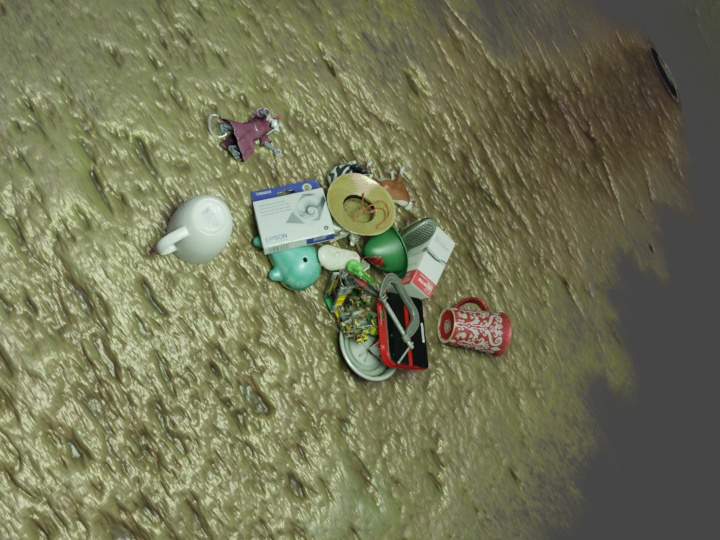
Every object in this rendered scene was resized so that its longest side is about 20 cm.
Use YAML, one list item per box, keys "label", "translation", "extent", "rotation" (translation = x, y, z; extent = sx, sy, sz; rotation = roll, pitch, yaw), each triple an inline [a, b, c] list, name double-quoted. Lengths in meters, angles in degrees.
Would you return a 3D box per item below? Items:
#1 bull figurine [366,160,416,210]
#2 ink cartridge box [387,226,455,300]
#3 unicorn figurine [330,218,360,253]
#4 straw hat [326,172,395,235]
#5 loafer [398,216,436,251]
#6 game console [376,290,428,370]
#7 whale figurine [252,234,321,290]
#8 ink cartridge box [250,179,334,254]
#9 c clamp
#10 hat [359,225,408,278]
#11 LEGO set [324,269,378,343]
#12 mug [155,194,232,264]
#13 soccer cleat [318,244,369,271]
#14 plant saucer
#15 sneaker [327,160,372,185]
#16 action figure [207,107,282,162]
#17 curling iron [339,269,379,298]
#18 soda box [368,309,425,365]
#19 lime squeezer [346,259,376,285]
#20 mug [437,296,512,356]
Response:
- label: "bull figurine"
  translation: [0.088, -0.254, 1.830]
  extent: [0.195, 0.065, 0.125]
  rotation: [7, 72, -29]
- label: "ink cartridge box"
  translation: [0.175, -0.014, 1.778]
  extent: [0.083, 0.143, 0.203]
  rotation: [37, 65, -19]
- label: "unicorn figurine"
  translation: [-0.073, -0.111, 1.688]
  extent: [0.198, 0.075, 0.138]
  rotation: [34, 22, -5]
- label: "straw hat"
  translation: [-0.009, -0.159, 1.661]
  extent: [0.195, 0.085, 0.206]
  rotation: [8, 63, -16]
- label: "loafer"
  translation: [0.137, -0.105, 1.758]
  extent: [0.074, 0.198, 0.071]
  rotation: [26, 46, -35]
- label: "game console"
  translation: [0.115, 0.162, 1.639]
  extent: [0.174, 0.031, 0.206]
  rotation: [15, 64, -45]
- label: "whale figurine"
  translation: [-0.189, -0.041, 1.609]
  extent: [0.200, 0.103, 0.160]
  rotation: [44, 63, -10]
- label: "ink cartridge box"
  translation: [-0.182, -0.156, 1.606]
  extent: [0.194, 0.041, 0.204]
  rotation: [-13, 64, -11]
- label: "c clamp"
  translation: [0.100, 0.114, 1.599]
  extent: [0.170, 0.027, 0.203]
  rotation: [-39, 105, -49]
- label: "hat"
  translation: [0.021, -0.031, 1.668]
  extent: [0.174, 0.203, 0.165]
  rotation: [-27, 50, -27]
- label: "LEGO set"
  translation: [-0.008, 0.080, 1.634]
  extent: [0.150, 0.117, 0.203]
  rotation: [0, 50, -25]
- label: "mug"
  translation: [-0.403, -0.095, 1.462]
  extent: [0.198, 0.174, 0.150]
  rotation: [-32, 94, -30]
- label: "soccer cleat"
  translation: [-0.046, -0.031, 1.654]
  extent: [0.199, 0.076, 0.071]
  rotation: [20, 61, -58]
- label: "plant saucer"
  translation: [0.019, 0.213, 1.684]
  extent: [0.196, 0.050, 0.205]
  rotation: [17, 56, -27]
- label: "sneaker"
  translation: [-0.005, -0.219, 1.727]
  extent: [0.078, 0.128, 0.204]
  rotation: [-18, 85, -43]
- label: "action figure"
  translation: [-0.294, -0.376, 1.649]
  extent: [0.147, 0.137, 0.200]
  rotation: [25, 44, 25]
- label: "curling iron"
  translation: [0.006, 0.046, 1.590]
  extent: [0.199, 0.025, 0.051]
  rotation: [31, 47, -51]
- label: "soda box"
  translation: [0.106, 0.168, 1.695]
  extent: [0.070, 0.063, 0.200]
  rotation: [44, 49, -4]
- label: "lime squeezer"
  translation: [0.000, 0.000, 1.625]
  extent: [0.069, 0.200, 0.038]
  rotation: [25, 86, 14]
- label: "mug"
  translation: [0.336, 0.172, 1.860]
  extent: [0.195, 0.178, 0.137]
  rotation: [10, 111, -22]
